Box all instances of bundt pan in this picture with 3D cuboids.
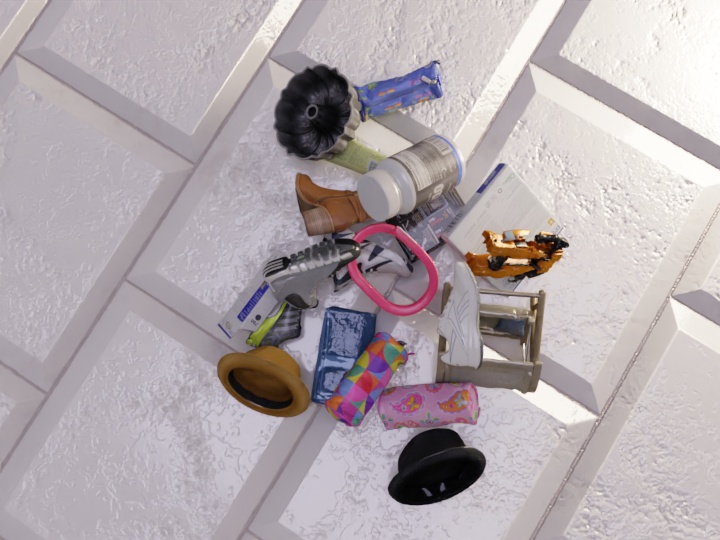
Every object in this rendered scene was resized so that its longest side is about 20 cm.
[{"bbox_3d":[-0.080,-0.319,1.574,0.200,0.076,0.204,-6,80,32],"label":"bundt pan"}]

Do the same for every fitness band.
[{"bbox_3d":[0.062,-0.003,1.502,0.200,0.037,0.144,44,96,-5],"label":"fitness band"}]

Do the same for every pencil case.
[{"bbox_3d":[0.132,0.266,1.484,0.198,0.087,0.088,-9,81,20],"label":"pencil case"},{"bbox_3d":[0.016,0.213,1.481,0.088,0.088,0.200,38,75,7],"label":"pencil case"},{"bbox_3d":[0.081,-0.377,1.598,0.198,0.087,0.079,-18,103,1],"label":"pencil case"}]

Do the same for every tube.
[{"bbox_3d":[-0.004,-0.235,1.576,0.199,0.052,0.058,29,41,34],"label":"tube"}]

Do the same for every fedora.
[{"bbox_3d":[0.141,0.373,1.475,0.199,0.201,0.092,-16,46,0],"label":"fedora"},{"bbox_3d":[-0.185,0.209,1.512,0.199,0.201,0.082,20,46,5],"label":"fedora"}]

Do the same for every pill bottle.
[{"bbox_3d":[0.098,-0.178,1.469,0.199,0.114,0.114,-30,81,-28],"label":"pill bottle"}]

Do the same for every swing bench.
[{"bbox_3d":[0.252,0.136,1.491,0.197,0.130,0.202,4,83,6],"label":"swing bench"}]

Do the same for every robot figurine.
[{"bbox_3d":[0.312,-0.034,1.492,0.198,0.145,0.059,-1,55,-28],"label":"robot figurine"}]

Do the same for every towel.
[{"bbox_3d":[-0.032,0.176,1.544,0.111,0.049,0.202,9,82,3],"label":"towel"}]

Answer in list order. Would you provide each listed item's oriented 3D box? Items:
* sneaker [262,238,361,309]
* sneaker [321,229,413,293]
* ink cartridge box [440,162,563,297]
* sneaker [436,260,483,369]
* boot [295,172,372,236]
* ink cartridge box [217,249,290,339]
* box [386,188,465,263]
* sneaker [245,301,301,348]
[{"bbox_3d":[-0.082,0.014,1.484,0.198,0.075,0.116,-16,119,7],"label":"sneaker"},{"bbox_3d":[0.000,0.000,1.556,0.198,0.079,0.130,26,93,-3],"label":"sneaker"},{"bbox_3d":[0.291,-0.081,1.551,0.200,0.043,0.197,43,84,-25],"label":"ink cartridge box"},{"bbox_3d":[0.182,0.083,1.406,0.086,0.074,0.202,-3,86,11],"label":"sneaker"},{"bbox_3d":[-0.050,-0.149,1.546,0.154,0.200,0.077,-15,124,-5],"label":"boot"},{"bbox_3d":[-0.206,0.055,1.544,0.039,0.099,0.200,41,85,-30],"label":"ink cartridge box"},{"bbox_3d":[0.121,-0.141,1.580,0.157,0.050,0.201,-31,82,-2],"label":"box"},{"bbox_3d":[-0.144,0.094,1.556,0.081,0.074,0.200,39,93,0],"label":"sneaker"}]
